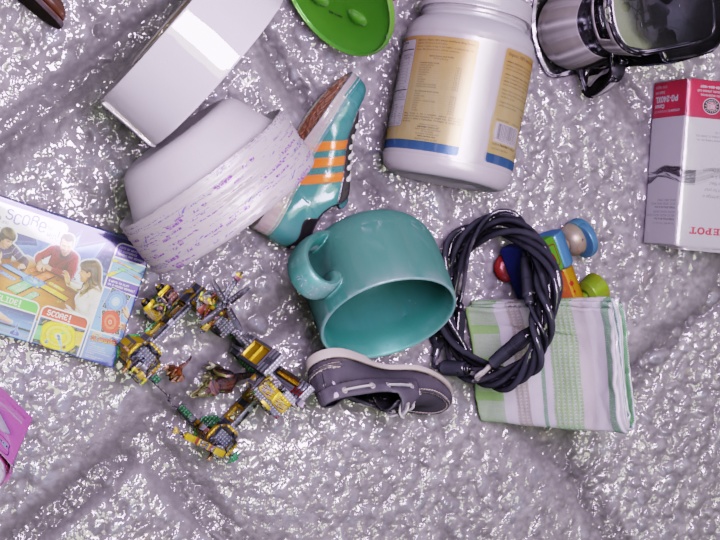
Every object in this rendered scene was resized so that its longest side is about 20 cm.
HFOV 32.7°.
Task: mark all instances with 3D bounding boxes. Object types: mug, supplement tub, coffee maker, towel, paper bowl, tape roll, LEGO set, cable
[{"bbox_3d":[0.011,-0.001,1.300,0.151,0.185,0.115,-20,58,3],"label":"mug"},{"bbox_3d":[0.109,-0.195,1.336,0.144,0.145,0.201,11,90,-19],"label":"supplement tub"},{"bbox_3d":[0.313,-0.293,1.369,0.192,0.200,0.135,-36,104,-13],"label":"coffee maker"},{"bbox_3d":[0.206,0.105,1.367,0.031,0.199,0.150,-12,97,-49],"label":"towel"},{"bbox_3d":[-0.154,-0.094,1.225,0.200,0.201,0.105,-40,105,-12],"label":"paper bowl"},{"bbox_3d":[-0.167,-0.219,1.214,0.071,0.202,0.203,41,81,-17],"label":"tape roll"},{"bbox_3d":[-0.145,0.109,1.269,0.154,0.116,0.200,-38,116,-16],"label":"LEGO set"},{"bbox_3d":[0.149,0.030,1.361,0.051,0.163,0.201,15,88,-46],"label":"cable"}]

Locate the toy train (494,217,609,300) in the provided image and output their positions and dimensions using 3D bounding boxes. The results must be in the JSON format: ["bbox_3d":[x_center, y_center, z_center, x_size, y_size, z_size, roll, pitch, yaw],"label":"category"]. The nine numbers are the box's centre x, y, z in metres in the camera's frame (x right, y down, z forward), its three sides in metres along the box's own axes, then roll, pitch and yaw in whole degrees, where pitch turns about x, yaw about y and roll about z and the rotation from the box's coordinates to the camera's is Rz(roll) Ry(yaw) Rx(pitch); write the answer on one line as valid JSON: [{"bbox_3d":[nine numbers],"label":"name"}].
[{"bbox_3d":[0.246,0.046,1.437,0.115,0.085,0.201,-28,102,-29],"label":"toy train"}]

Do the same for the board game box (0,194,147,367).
[{"bbox_3d":[-0.328,0.006,1.259,0.199,0.034,0.136,20,87,-19],"label":"board game box"}]

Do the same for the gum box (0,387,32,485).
[{"bbox_3d":[-0.412,0.125,1.191,0.066,0.114,0.200,-41,106,7],"label":"gum box"}]

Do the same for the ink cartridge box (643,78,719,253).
[{"bbox_3d":[0.427,-0.122,1.479,0.145,0.083,0.201,3,93,-19],"label":"ink cartridge box"}]

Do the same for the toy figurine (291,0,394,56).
[{"bbox_3d":[0.011,-0.350,1.315,0.184,0.200,0.150,-44,149,-30],"label":"toy figurine"}]

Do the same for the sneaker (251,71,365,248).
[{"bbox_3d":[-0.039,-0.115,1.335,0.080,0.071,0.200,29,92,-19],"label":"sneaker"}]

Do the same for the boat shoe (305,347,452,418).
[{"bbox_3d":[0.025,0.139,1.344,0.199,0.073,0.063,19,45,-37],"label":"boat shoe"}]

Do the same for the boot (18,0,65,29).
[{"bbox_3d":[-0.297,-0.372,1.238,0.200,0.064,0.187,-43,107,-16],"label":"boot"}]
